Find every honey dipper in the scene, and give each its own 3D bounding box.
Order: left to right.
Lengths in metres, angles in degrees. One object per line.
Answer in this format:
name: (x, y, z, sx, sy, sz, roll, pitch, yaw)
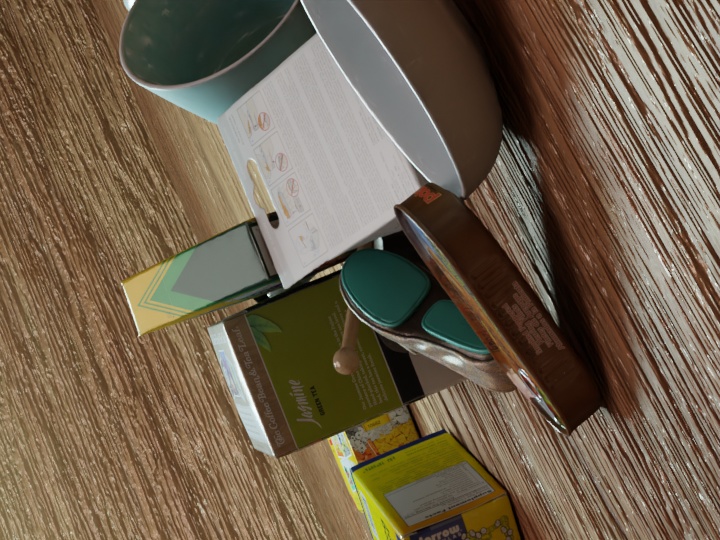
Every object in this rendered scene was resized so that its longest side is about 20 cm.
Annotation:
honey dipper: (0.000, 0.000, 1.601, 0.038, 0.038, 0.201, 81, -165, -55)

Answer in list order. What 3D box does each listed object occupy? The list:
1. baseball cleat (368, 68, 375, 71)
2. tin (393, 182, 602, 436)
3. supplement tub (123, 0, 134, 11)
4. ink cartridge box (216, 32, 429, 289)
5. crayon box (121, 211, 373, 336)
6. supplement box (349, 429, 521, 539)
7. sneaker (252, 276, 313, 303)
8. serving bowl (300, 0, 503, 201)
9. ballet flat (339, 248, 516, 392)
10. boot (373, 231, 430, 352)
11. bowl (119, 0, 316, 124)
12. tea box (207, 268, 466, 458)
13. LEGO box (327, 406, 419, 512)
baseball cleat: (-0.009, -0.237, 1.368, 0.106, 0.069, 0.201, -136, 35, -84)
tin: (0.094, 0.025, 1.259, 0.200, 0.042, 0.112, 54, 179, -17)
supplement tub: (-0.201, -0.343, 1.973, 0.141, 0.140, 0.201, 84, 163, -59)
ink cartridge box: (-0.021, -0.094, 1.492, 0.200, 0.050, 0.163, -34, 76, 50)
crayon box: (-0.086, -0.011, 1.677, 0.172, 0.200, 0.059, -24, 86, 40)
supplement box: (0.077, 0.248, 1.797, 0.200, 0.108, 0.110, -138, 28, -71)
sneaker: (-0.073, -0.021, 1.895, 0.075, 0.116, 0.200, 35, -163, -7)
serving bowl: (0.034, -0.145, 1.224, 0.200, 0.066, 0.200, 53, 175, 7)
ballet flat: (0.057, 0.046, 1.473, 0.200, 0.068, 0.067, 32, 160, 46)
boot: (0.039, -0.021, 1.571, 0.076, 0.073, 0.201, -104, 7, -53)
bowl: (-0.103, -0.206, 1.650, 0.105, 0.200, 0.201, 51, -175, -41)
tea box: (-0.025, 0.073, 1.718, 0.200, 0.196, 0.134, 161, 88, -82)
LEGO box: (0.015, 0.197, 2.148, 0.200, 0.077, 0.150, 138, 111, -81)
